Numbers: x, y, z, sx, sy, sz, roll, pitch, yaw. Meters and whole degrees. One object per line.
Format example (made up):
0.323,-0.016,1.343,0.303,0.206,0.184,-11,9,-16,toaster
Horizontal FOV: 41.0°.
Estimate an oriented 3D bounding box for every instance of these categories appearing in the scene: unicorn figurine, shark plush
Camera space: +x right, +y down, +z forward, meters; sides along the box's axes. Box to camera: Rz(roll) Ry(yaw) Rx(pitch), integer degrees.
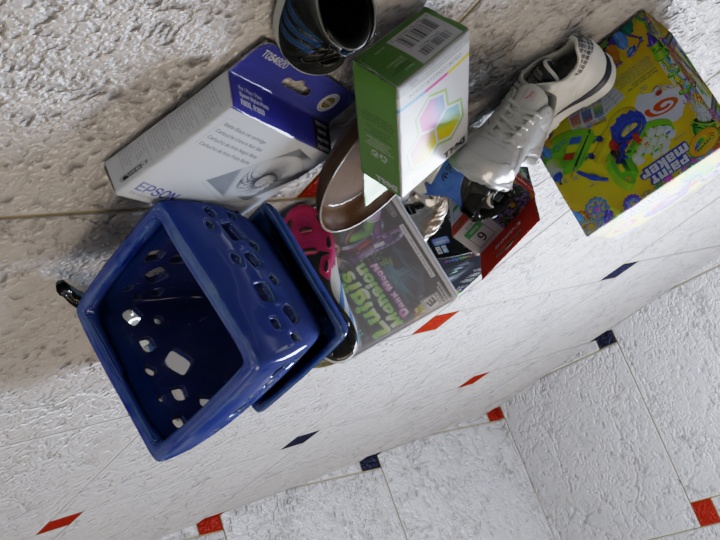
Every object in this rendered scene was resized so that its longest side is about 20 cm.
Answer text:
0.057,-0.036,1.309,0.136,0.201,0.074,-6,179,8,unicorn figurine
-0.303,0.061,1.126,0.091,0.083,0.200,-67,160,0,shark plush

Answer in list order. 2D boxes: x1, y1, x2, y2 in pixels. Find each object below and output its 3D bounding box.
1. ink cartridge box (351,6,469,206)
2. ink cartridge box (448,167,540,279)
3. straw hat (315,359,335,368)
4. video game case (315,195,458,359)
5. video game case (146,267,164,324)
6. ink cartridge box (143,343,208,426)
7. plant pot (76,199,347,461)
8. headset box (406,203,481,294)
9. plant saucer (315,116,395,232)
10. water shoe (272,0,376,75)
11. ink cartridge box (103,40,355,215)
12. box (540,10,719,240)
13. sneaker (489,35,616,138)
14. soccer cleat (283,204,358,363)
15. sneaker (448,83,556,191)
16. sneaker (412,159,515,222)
0.052,-0.143,0.948,0.104,0.059,0.201,-41,150,-25,ink cartridge box
0.165,-0.083,1.219,0.109,0.050,0.200,-49,-164,24,ink cartridge box
-0.064,0.040,1.356,0.200,0.201,0.085,-26,124,-3,straw hat
0.000,0.000,1.237,0.181,0.200,0.023,-30,-159,10,video game case
-0.181,0.032,1.210,0.181,0.023,0.200,-5,161,-1,video game case
-0.250,0.144,1.290,0.067,0.117,0.200,-25,-175,-29,ink cartridge box
-0.145,0.051,1.004,0.179,0.201,0.200,-13,155,-50,plant pot
0.107,-0.020,1.459,0.173,0.093,0.200,-13,158,-37,headset box
0.018,-0.127,1.053,0.200,0.032,0.200,-43,162,-18,plant saucer
-0.028,-0.200,0.782,0.071,0.079,0.200,-24,162,-9,water shoe
-0.112,-0.123,0.939,0.200,0.041,0.199,-34,161,19,ink cartridge box
0.334,-0.172,1.195,0.200,0.193,0.122,-36,161,27,box
0.203,-0.203,1.146,0.200,0.077,0.080,-41,145,27,sneaker
-0.056,0.020,1.198,0.069,0.201,0.086,-16,179,-9,soccer cleat
0.159,-0.154,1.039,0.200,0.078,0.100,-43,161,-56,sneaker
0.127,-0.102,1.159,0.077,0.111,0.200,-55,177,-1,sneaker
